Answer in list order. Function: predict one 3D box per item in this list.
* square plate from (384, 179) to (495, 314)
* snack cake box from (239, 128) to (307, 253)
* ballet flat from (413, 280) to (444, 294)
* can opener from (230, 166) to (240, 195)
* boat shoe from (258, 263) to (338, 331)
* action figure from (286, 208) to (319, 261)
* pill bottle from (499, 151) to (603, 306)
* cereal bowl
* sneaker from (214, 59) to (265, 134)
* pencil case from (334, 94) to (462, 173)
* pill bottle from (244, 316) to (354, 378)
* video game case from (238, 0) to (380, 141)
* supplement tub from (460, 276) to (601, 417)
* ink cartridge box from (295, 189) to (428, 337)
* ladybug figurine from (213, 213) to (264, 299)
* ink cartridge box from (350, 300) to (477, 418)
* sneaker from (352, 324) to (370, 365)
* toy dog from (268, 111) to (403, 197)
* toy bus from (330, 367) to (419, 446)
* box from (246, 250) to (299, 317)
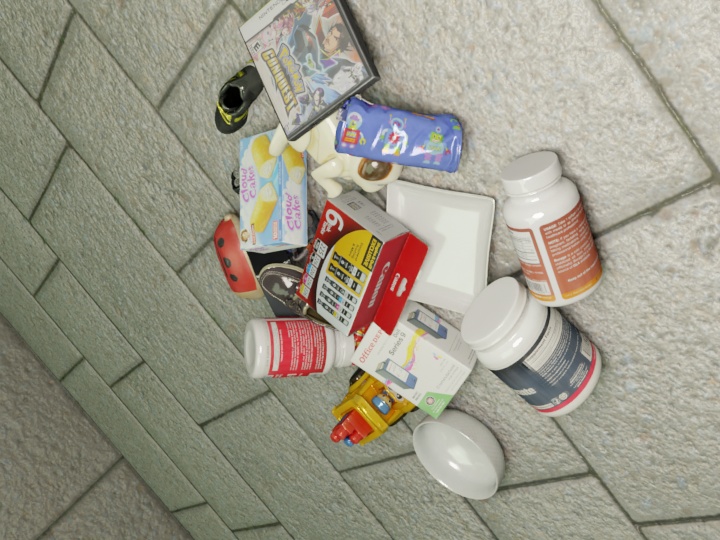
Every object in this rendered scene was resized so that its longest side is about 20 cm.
[{"bbox_3d":[0.128,-0.039,1.333,0.195,0.028,0.204,14,113,30],"label":"square plate"},{"bbox_3d":[-0.156,-0.140,1.437,0.113,0.067,0.205,-7,81,38],"label":"snack cake box"},{"bbox_3d":[0.087,0.003,1.427,0.197,0.065,0.071,21,140,32],"label":"ballet flat"},{"bbox_3d":[-0.177,-0.181,1.536,0.198,0.078,0.065,-9,79,44],"label":"can opener"},{"bbox_3d":[-0.098,0.053,1.497,0.198,0.065,0.073,29,111,-14],"label":"boat shoe"},{"bbox_3d":[-0.088,-0.049,1.560,0.195,0.104,0.200,53,173,1],"label":"action figure"},{"bbox_3d":[0.269,-0.060,1.153,0.111,0.112,0.203,0,123,44],"label":"pill bottle"},{"bbox_3d":[0.206,0.355,1.616,0.198,0.083,0.203,26,139,25],"label":"cereal bowl"},{"bbox_3d":[-0.230,-0.303,1.442,0.075,0.085,0.200,47,143,-1],"label":"sneaker"},{"bbox_3d":[0.057,-0.201,1.190,0.196,0.078,0.089,9,106,-8],"label":"pencil case"},{"bbox_3d":[-0.116,0.145,1.540,0.112,0.196,0.115,180,90,-68],"label":"pill bottle"},{"bbox_3d":[-0.081,-0.330,1.217,0.179,0.025,0.203,-29,81,30],"label":"video game case"},{"bbox_3d":[0.267,0.120,1.262,0.199,0.142,0.140,40,146,-18],"label":"supplement tub"},{"bbox_3d":[0.000,0.000,1.367,0.175,0.083,0.203,36,125,23],"label":"ink cartridge box"},{"bbox_3d":[-0.259,-0.024,1.707,0.135,0.071,0.203,31,142,60],"label":"ladybug figurine"},{"bbox_3d":[0.101,0.152,1.485,0.198,0.088,0.146,35,126,5],"label":"ink cartridge box"},{"bbox_3d":[0.005,0.118,1.591,0.076,0.085,0.202,22,140,14],"label":"sneaker"},{"bbox_3d":[-0.015,-0.212,1.298,0.199,0.139,0.196,37,123,10],"label":"toy dog"},{"bbox_3d":[0.026,0.274,1.631,0.136,0.192,0.200,48,142,-1],"label":"toy bus"},{"bbox_3d":[-0.154,0.037,1.616,0.142,0.078,0.202,-117,4,-54],"label":"box"}]
